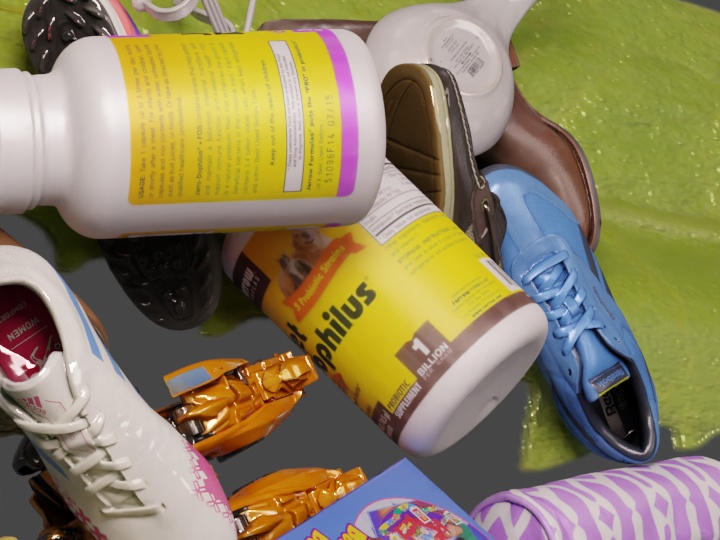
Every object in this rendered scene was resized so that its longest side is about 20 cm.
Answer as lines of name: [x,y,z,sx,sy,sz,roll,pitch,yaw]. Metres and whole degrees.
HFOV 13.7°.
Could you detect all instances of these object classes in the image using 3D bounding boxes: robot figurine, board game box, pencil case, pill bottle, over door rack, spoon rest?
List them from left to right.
pill bottle: [-0.094,-0.070,1.542,0.199,0.104,0.105,-3,70,-18]
robot figurine: [-0.090,0.113,1.574,0.200,0.058,0.145,-21,82,-47]
over door rack: [-0.084,-0.214,1.663,0.148,0.066,0.200,70,35,-49]
pill bottle: [0.000,0.000,1.652,0.200,0.109,0.109,44,41,14]
board game box: [0.013,0.184,1.526,0.134,0.045,0.200,42,31,14]
spoon rest: [0.073,-0.142,1.794,0.099,0.061,0.200,44,56,-3]
pencil case: [0.147,0.160,1.766,0.200,0.084,0.086,-4,102,-43]

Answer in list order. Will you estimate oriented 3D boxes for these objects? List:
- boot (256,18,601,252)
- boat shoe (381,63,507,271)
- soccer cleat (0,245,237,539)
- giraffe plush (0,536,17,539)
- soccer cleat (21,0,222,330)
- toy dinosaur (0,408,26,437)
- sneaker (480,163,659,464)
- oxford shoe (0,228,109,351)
boot: [0.037,-0.074,1.785,0.200,0.064,0.187,-11,66,-48]
boat shoe: [0.050,-0.025,1.728,0.065,0.073,0.201,-16,112,-34]
soccer cleat: [-0.136,0.077,1.455,0.200,0.070,0.086,53,9,-1]
giraffe plush: [-0.175,0.246,1.374,0.162,0.200,0.173,-32,116,-15]
soccer cleat: [-0.120,-0.066,1.637,0.201,0.068,0.073,67,18,-3]
toy dinosaur: [-0.241,0.064,1.467,0.200,0.047,0.088,27,39,-31]
sneaker: [0.126,0.027,1.775,0.066,0.078,0.200,-30,110,-6]
oxford shoe: [-0.212,-0.006,1.527,0.200,0.071,0.071,42,8,-10]
